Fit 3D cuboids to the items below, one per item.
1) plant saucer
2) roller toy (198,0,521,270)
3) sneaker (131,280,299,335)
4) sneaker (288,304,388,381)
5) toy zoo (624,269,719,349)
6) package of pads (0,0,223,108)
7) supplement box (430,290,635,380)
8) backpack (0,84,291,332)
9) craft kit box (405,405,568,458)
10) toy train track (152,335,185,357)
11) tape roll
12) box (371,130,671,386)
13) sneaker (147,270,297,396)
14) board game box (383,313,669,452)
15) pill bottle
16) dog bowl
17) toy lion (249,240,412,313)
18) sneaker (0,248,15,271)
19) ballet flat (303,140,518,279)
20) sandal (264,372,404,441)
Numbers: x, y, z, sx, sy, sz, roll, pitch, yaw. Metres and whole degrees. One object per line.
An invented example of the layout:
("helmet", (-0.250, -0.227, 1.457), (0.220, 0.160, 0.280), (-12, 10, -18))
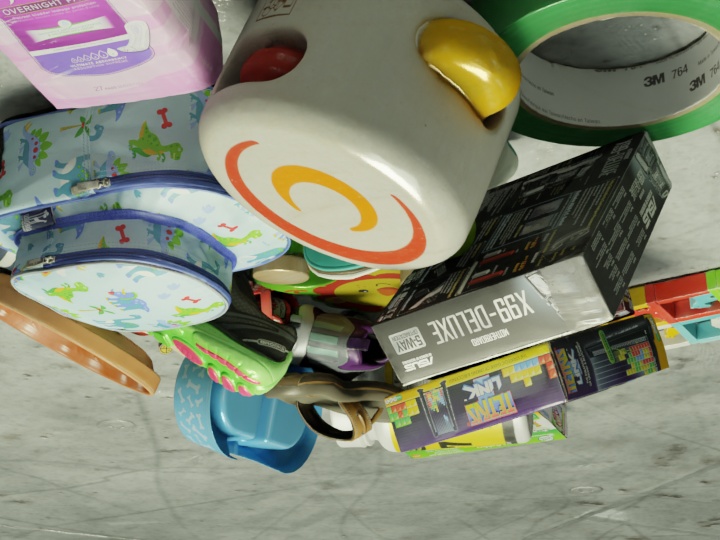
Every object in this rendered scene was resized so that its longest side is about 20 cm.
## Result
("plant saucer", (-0.270, 0.054, 1.360), (0.199, 0.032, 0.200), (27, 167, 7))
("roller toy", (0.002, -0.102, 0.929), (0.181, 0.141, 0.200), (21, 158, 7))
("sneaker", (-0.135, 0.028, 1.352), (0.107, 0.068, 0.201), (-15, 156, 28))
("sneaker", (0.001, 0.078, 1.396), (0.087, 0.075, 0.200), (11, 179, 20))
("toy zoo", (0.308, 0.043, 1.449), (0.199, 0.021, 0.131), (-14, 153, 27))
("package of pads", (-0.169, -0.172, 0.878), (0.119, 0.076, 0.200), (-9, 155, 14))
("supplement box", (0.136, 0.041, 1.311), (0.199, 0.061, 0.109), (-20, 172, 13))
("backpack", (-0.154, -0.041, 1.092), (0.198, 0.148, 0.183), (-14, 156, 22))
("craft kit box", (0.113, 0.159, 1.686), (0.198, 0.049, 0.198), (-10, 152, 21))
("toy train track", (-0.190, 0.067, 1.394), (0.032, 0.115, 0.200), (-36, 129, 17))
("tape roll", (0.170, -0.148, 0.974), (0.198, 0.049, 0.201), (-1, 156, 0))
("box", (0.113, -0.012, 0.997), (0.157, 0.200, 0.050), (-20, 108, 30))
("sneaker", (-0.138, 0.024, 1.261), (0.200, 0.084, 0.077), (39, 147, 7))
("board game box", (0.148, 0.101, 1.324), (0.165, 0.057, 0.199), (-13, 172, -46))
("pill bottle", (0.073, 0.127, 1.520), (0.198, 0.115, 0.114), (-5, 156, 11))
("dog bowl", (-0.103, 0.123, 1.373), (0.049, 0.113, 0.200), (4, 167, 29))
("toy lion", (0.000, 0.000, 1.307), (0.198, 0.069, 0.192), (3, 164, -7))
("sneaker", (-0.283, -0.025, 1.221), (0.084, 0.076, 0.200), (-9, 145, 15))
("ballet flat", (0.044, -0.046, 1.165), (0.199, 0.070, 0.069), (-33, 143, 30))
("sandal", (-0.020, 0.131, 1.386), (0.081, 0.055, 0.200), (-9, 165, 29))
